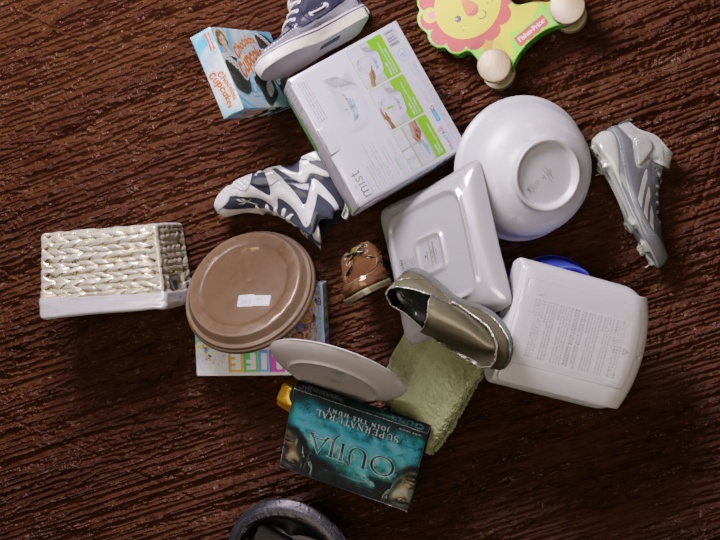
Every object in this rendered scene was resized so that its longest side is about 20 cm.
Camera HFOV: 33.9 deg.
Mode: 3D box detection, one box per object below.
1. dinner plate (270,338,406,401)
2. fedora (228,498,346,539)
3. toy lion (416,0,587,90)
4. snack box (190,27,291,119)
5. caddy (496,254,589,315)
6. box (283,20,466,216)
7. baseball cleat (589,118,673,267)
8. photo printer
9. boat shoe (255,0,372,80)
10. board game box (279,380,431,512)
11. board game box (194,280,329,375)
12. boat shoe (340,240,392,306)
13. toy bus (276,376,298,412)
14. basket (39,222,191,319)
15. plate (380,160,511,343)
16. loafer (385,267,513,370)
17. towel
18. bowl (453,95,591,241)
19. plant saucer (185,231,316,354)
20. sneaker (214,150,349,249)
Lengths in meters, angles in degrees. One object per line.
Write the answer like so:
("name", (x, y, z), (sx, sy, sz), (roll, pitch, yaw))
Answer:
("dinner plate", (-0.034, 0.145, 1.633), (0.198, 0.201, 0.024), (14, 67, 9))
("fedora", (-0.094, 0.420, 1.732), (0.198, 0.092, 0.203), (1, 95, 10))
("toy lion", (0.185, -0.365, 1.631), (0.199, 0.069, 0.192), (-37, 80, 11))
("snack box", (-0.155, -0.271, 1.627), (0.037, 0.200, 0.117), (-23, 91, 21))
("caddy", (0.241, 0.063, 1.629), (0.198, 0.105, 0.143), (-23, 98, -5))
("box", (0.018, -0.206, 1.626), (0.175, 0.097, 0.201), (-30, 89, -8))
("baseball cleat", (0.392, -0.108, 1.607), (0.106, 0.070, 0.201), (-27, 96, 1))
("photo printer", (0.276, 0.087, 1.545), (0.198, 0.069, 0.168), (14, 92, -12))
("boat shoe", (-0.085, -0.341, 1.640), (0.199, 0.075, 0.093), (-33, 81, -31))
("board game box", (-0.009, 0.247, 1.659), (0.198, 0.028, 0.137), (17, 115, 12))
("board game box", (-0.146, 0.086, 1.742), (0.198, 0.034, 0.136), (-2, 95, 11))
("boat shoe", (0.000, 0.000, 1.621), (0.071, 0.200, 0.069), (-23, 94, 2))
("toy bus", (-0.029, 0.227, 1.717), (0.198, 0.065, 0.079), (23, 102, 8))
("basket", (-0.357, -0.002, 1.724), (0.198, 0.136, 0.125), (-5, 92, 11))
("plate", (0.103, -0.021, 1.587), (0.199, 0.032, 0.202), (-25, 71, 45))
("loafer", (0.108, 0.069, 1.513), (0.199, 0.069, 0.076), (33, 123, 33))
("towel", (0.102, 0.142, 1.642), (0.149, 0.036, 0.201), (48, 126, 36))
("bowl", (0.233, -0.132, 1.583), (0.199, 0.090, 0.203), (-3, 100, -16))
("plant saucer", (-0.161, 0.024, 1.685), (0.198, 0.030, 0.202), (-8, 57, 13))
("sneaker", (-0.105, -0.082, 1.695), (0.197, 0.079, 0.131), (-19, 83, 2))
